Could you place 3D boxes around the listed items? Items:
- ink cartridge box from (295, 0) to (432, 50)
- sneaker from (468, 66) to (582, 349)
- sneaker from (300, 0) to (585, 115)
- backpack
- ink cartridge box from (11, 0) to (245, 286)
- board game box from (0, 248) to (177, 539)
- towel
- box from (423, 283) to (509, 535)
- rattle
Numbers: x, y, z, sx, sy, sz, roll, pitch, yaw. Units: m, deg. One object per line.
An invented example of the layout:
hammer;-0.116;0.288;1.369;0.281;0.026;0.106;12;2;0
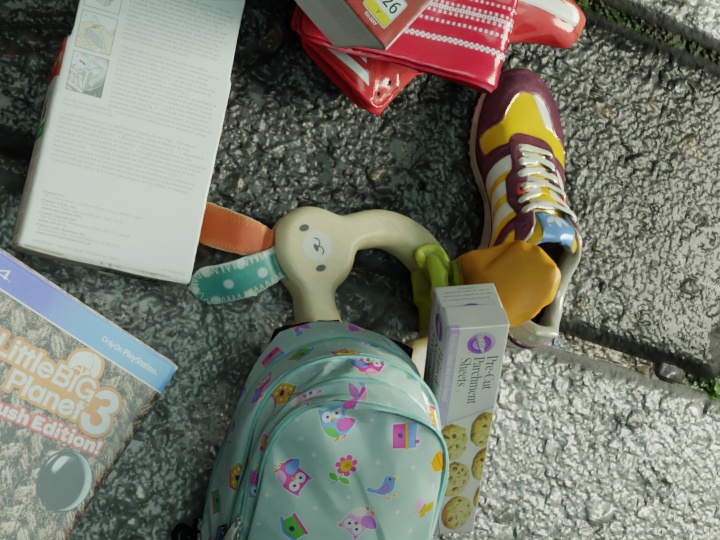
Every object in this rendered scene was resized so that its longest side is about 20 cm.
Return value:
ink cartridge box;-0.005;-0.263;0.739;0.176;0.084;0.200;-48;114;-9
sneaker;0.122;-0.045;0.884;0.075;0.090;0.201;2;88;-21
sneaker;0.051;-0.156;0.879;0.199;0.078;0.116;14;92;-8
backpack;-0.017;0.135;0.778;0.166;0.127;0.201;7;109;-19
ink cartridge box;-0.145;-0.099;0.805;0.108;0.050;0.201;14;83;-20
board game box;-0.233;0.096;0.740;0.159;0.097;0.201;35;77;-17
towel;0.046;-0.228;0.827;0.144;0.022;0.201;15;86;-10
box;0.061;0.095;0.819;0.041;0.039;0.201;-4;132;-10
rattle;0.000;0.000;0.810;0.199;0.143;0.131;31;81;-20
